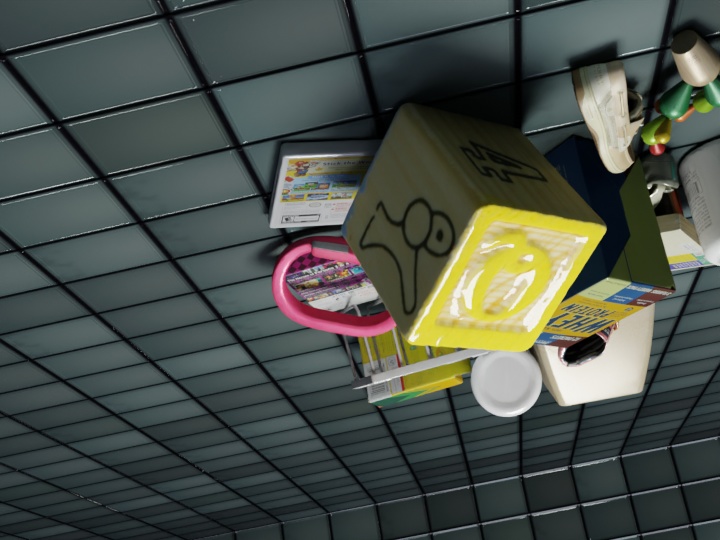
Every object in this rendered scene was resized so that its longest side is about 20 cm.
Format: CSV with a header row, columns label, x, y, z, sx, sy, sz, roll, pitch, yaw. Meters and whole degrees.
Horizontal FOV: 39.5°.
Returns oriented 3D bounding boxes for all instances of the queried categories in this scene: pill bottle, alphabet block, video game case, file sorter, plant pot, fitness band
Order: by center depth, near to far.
label,x,y,z,sx,sy,sz,roll,pitch,yaw
alphabet block,0.122,-0.047,1.151,0.194,0.201,0.197,4,127,-33
video game case,-0.011,-0.109,1.258,0.196,0.023,0.183,-4,156,-13
pill bottle,0.506,-0.066,1.340,0.112,0.203,0.115,-8,158,-3
fitness band,-0.028,0.023,1.414,0.196,0.038,0.145,12,126,-3
video game case,0.000,0.000,1.492,0.197,0.036,0.181,-16,156,14
file sorter,0.080,0.100,1.589,0.197,0.127,0.139,-13,174,-15
plant pot,0.359,0.105,1.602,0.196,0.180,0.200,-10,-172,1
pill bottle,0.242,0.185,1.673,0.114,0.118,0.200,-12,171,6

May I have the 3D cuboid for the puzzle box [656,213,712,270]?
label,x,y,z,sx,sy,sz,roll,pitch,yaw
puzzle box,0.423,-0.034,1.435,0.131,0.026,0.199,-10,162,33

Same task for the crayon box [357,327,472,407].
label,x,y,z,sx,sy,sz,roll,pitch,yaw
crayon box,0.101,0.152,1.767,0.197,0.129,0.051,-18,156,20

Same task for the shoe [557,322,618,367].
label,x,y,z,sx,sy,sz,roll,pitch,yaw
shoe,0.351,0.055,1.411,0.071,0.092,0.200,32,127,-17

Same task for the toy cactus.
label,x,y,z,sx,sy,sz,roll,pitch,yaw
toy cactus,0.395,-0.204,1.133,0.198,0.104,0.164,-19,145,34

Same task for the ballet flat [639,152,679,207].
label,x,y,z,sx,sy,sz,roll,pitch,yaw
ballet flat,0.366,-0.093,1.397,0.066,0.065,0.200,2,154,-26

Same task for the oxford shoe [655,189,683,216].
label,x,y,z,sx,sy,sz,roll,pitch,yaw
oxford shoe,0.431,-0.068,1.473,0.071,0.072,0.200,-11,158,6

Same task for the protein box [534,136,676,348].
label,x,y,z,sx,sy,sz,roll,pitch,yaw
protein box,0.276,-0.031,1.327,0.133,0.202,0.199,9,151,-34

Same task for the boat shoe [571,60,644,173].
label,x,y,z,sx,sy,sz,roll,pitch,yaw
boat shoe,0.301,-0.178,1.170,0.064,0.073,0.200,-17,150,20
